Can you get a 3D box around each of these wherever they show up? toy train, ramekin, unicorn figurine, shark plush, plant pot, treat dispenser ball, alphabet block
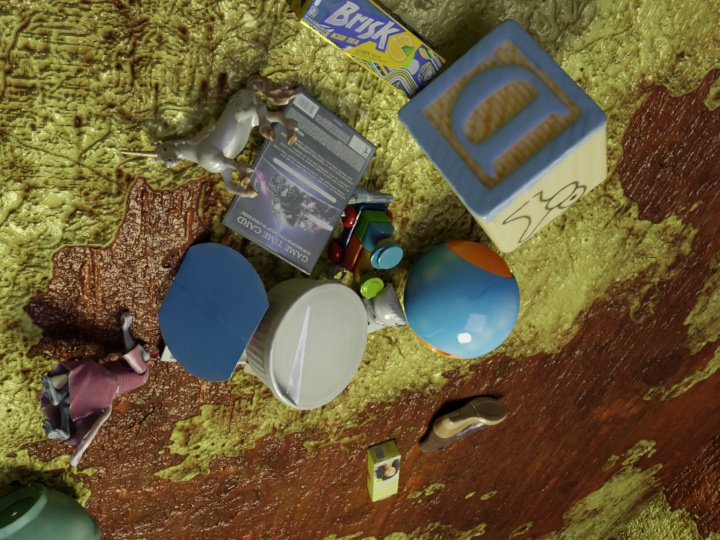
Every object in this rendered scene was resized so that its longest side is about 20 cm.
[{"bbox_3d":[0.000,0.000,0.996,0.084,0.116,0.201,2,129,-29],"label":"toy train"},{"bbox_3d":[-0.089,0.104,0.965,0.201,0.094,0.205,-19,116,-43],"label":"ramekin"},{"bbox_3d":[-0.167,-0.158,0.766,0.200,0.137,0.074,-46,157,-10],"label":"unicorn figurine"},{"bbox_3d":[-0.047,-0.099,0.899,0.198,0.084,0.091,11,125,-35],"label":"shark plush"},{"bbox_3d":[-0.583,0.464,1.096,0.198,0.200,0.136,-22,111,-7],"label":"plant pot"},{"bbox_3d":[0.172,0.050,1.073,0.199,0.202,0.202,-15,136,-15],"label":"treat dispenser ball"},{"bbox_3d":[0.199,-0.169,0.841,0.195,0.197,0.200,-37,158,11],"label":"alphabet block"}]

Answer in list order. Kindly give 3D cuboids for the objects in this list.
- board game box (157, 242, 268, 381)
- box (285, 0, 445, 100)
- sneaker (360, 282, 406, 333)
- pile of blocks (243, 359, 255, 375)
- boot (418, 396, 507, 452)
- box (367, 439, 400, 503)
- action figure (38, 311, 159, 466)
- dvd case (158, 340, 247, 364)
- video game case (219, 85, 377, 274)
[{"bbox_3d":[-0.212,0.058,0.922,0.201,0.157,0.039,-60,161,15],"label":"board game box"},{"bbox_3d":[0.010,-0.291,0.759,0.199,0.065,0.070,22,118,-40],"label":"box"},{"bbox_3d":[0.015,0.077,1.060,0.114,0.076,0.200,-24,176,3],"label":"sneaker"},{"bbox_3d":[-0.101,0.133,1.065,0.198,0.082,0.063,-15,143,-36],"label":"pile of blocks"},{"bbox_3d":[0.254,0.390,1.565,0.198,0.073,0.167,-4,144,-27],"label":"boot"},{"bbox_3d":[0.056,0.508,1.567,0.074,0.050,0.201,-16,137,-14],"label":"box"},{"bbox_3d":[-0.371,0.165,0.932,0.134,0.149,0.199,-45,168,30],"label":"action figure"},{"bbox_3d":[-0.218,0.096,1.040,0.198,0.025,0.151,7,126,-34],"label":"dvd case"},{"bbox_3d":[-0.077,-0.116,0.824,0.142,0.019,0.202,32,84,-30],"label":"video game case"}]
